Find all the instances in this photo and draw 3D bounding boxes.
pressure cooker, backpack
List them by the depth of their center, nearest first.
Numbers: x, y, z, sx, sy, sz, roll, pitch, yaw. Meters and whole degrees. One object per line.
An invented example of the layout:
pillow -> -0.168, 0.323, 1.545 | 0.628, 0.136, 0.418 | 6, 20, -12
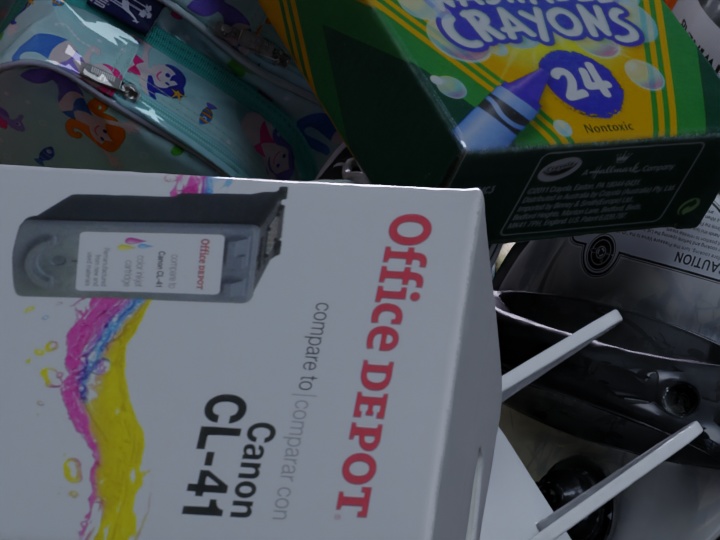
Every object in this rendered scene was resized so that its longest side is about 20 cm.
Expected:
pressure cooker -> 0.137, 0.051, 1.038 | 0.200, 0.176, 0.179 | 15, 48, -42
backpack -> -0.065, -0.066, 1.080 | 0.200, 0.178, 0.151 | 23, 59, -15

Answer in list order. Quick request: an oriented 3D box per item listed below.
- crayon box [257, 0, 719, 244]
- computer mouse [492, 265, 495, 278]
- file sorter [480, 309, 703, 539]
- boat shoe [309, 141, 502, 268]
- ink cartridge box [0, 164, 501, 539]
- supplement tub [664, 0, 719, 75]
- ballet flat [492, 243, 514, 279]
crayon box -> 0.032, -0.098, 0.979 | 0.126, 0.052, 0.200 | -6, 49, -34
computer mouse -> 0.034, 0.023, 1.147 | 0.110, 0.044, 0.200 | 29, 35, 2
file sorter -> 0.066, 0.132, 0.889 | 0.139, 0.125, 0.200 | -29, 83, -37
boat shoe -> -0.002, -0.002, 0.952 | 0.074, 0.068, 0.199 | 43, 59, 5
ink cartridge box -> -0.068, 0.047, 0.773 | 0.200, 0.086, 0.148 | 2, 44, 9
supplement tub -> 0.232, -0.080, 1.342 | 0.122, 0.123, 0.200 | -18, 55, -46
ballet flat -> 0.143, 0.009, 1.182 | 0.200, 0.071, 0.071 | 17, 34, -39
